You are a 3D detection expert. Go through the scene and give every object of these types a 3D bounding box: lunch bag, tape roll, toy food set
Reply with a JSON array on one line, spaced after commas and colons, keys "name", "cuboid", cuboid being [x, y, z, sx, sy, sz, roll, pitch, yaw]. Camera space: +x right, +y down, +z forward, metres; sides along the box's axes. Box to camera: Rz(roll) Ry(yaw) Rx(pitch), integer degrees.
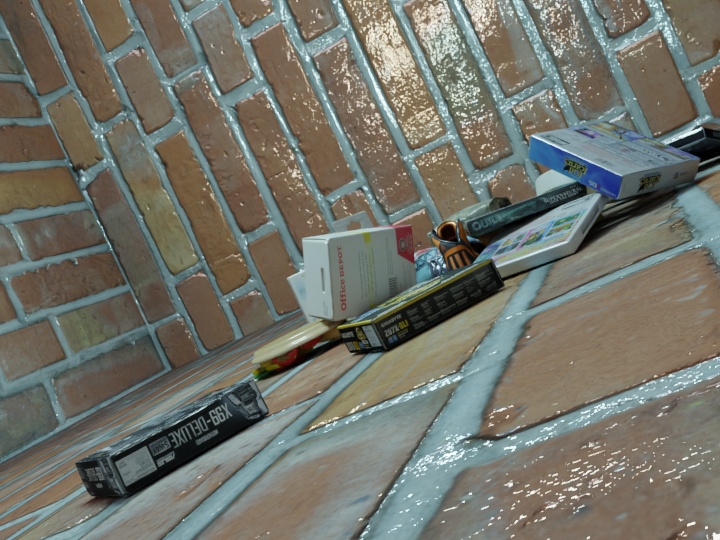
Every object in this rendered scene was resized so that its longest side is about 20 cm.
[{"name": "lunch bag", "cuboid": [0.263, -0.092, 1.903, 0.164, 0.118, 0.200, -26, 6, 25]}, {"name": "tape roll", "cuboid": [0.417, -0.155, 1.515, 0.202, 0.037, 0.203, -4, -10, -1]}, {"name": "toy food set", "cuboid": [-0.107, 0.133, 1.533, 0.200, 0.049, 0.198, -27, 2, -38]}]

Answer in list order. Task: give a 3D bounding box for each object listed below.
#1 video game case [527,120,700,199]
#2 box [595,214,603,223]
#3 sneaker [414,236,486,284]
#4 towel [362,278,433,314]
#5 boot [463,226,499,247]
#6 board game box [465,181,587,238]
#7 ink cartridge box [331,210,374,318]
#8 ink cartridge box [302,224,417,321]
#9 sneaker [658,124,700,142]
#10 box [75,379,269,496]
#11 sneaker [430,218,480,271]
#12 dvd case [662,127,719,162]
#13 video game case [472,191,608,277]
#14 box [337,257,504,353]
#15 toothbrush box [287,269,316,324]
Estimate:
[{"name": "video game case", "cuboid": [0.404, -0.181, 1.353, 0.181, 0.046, 0.200, -15, 33, -29]}, {"name": "box", "cuboid": [0.331, -0.074, 1.463, 0.117, 0.049, 0.200, -26, 0, -23]}, {"name": "sneaker", "cuboid": [0.173, -0.021, 1.644, 0.199, 0.080, 0.096, -26, 4, -13]}, {"name": "towel", "cuboid": [0.088, 0.052, 1.405, 0.132, 0.035, 0.200, -28, 1, -21]}, {"name": "boot", "cuboid": [0.255, -0.067, 1.578, 0.073, 0.076, 0.200, -21, -7, 28]}, {"name": "board game box", "cuboid": [0.276, -0.101, 1.407, 0.199, 0.028, 0.135, -20, -3, 9]}, {"name": "ink cartridge box", "cuboid": [0.001, -0.007, 1.656, 0.050, 0.201, 0.162, -25, 1, 28]}, {"name": "ink cartridge box", "cuboid": [0.000, 0.000, 1.512, 0.199, 0.146, 0.083, -10, 9, -39]}, {"name": "sneaker", "cuboid": [0.626, -0.239, 1.693, 0.199, 0.075, 0.115, -23, -3, -31]}, {"name": "box", "cuboid": [-0.233, 0.206, 1.031, 0.200, 0.050, 0.158, -26, 1, -35]}, {"name": "sneaker", "cuboid": [0.179, -0.039, 1.500, 0.077, 0.112, 0.200, -25, 1, 6]}, {"name": "dvd case", "cuboid": [0.567, -0.206, 1.522, 0.150, 0.025, 0.200, 0, -13, -41]}, {"name": "video game case", "cuboid": [0.266, -0.046, 1.289, 0.200, 0.024, 0.182, -22, 15, 41]}, {"name": "box", "cuboid": [0.082, 0.053, 1.189, 0.200, 0.049, 0.160, -26, 0, -19]}, {"name": "toothbrush box", "cuboid": [-0.035, 0.039, 1.777, 0.199, 0.146, 0.086, -25, 2, -6]}]
